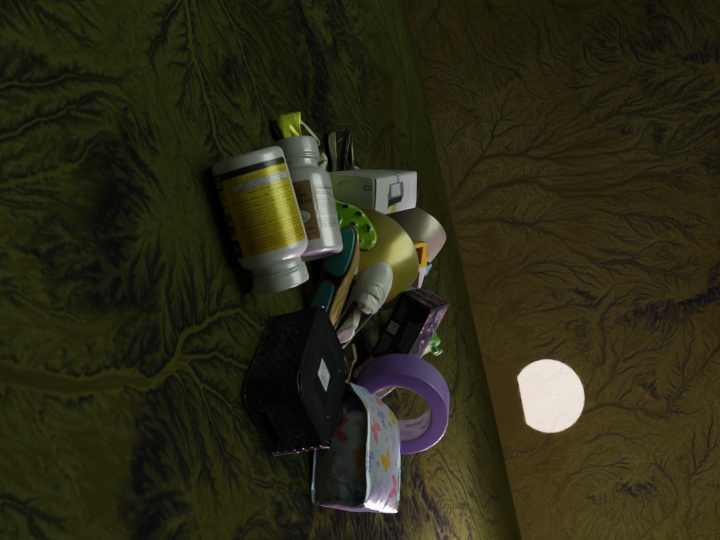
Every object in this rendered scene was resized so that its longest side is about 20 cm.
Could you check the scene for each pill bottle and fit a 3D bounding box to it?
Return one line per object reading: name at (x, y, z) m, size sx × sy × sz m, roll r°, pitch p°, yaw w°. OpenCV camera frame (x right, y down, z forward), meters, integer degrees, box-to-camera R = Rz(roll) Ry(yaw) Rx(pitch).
pill bottle at (-0.102, -0.124, 1.183) m, size 0.114 × 0.112 × 0.205 m, roll 7°, pitch 71°, yaw -72°
pill bottle at (-0.143, -0.073, 1.011) m, size 0.112 × 0.110 × 0.204 m, roll -42°, pitch 118°, yaw -71°

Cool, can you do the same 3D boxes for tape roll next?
tape roll at (0.079, 0.268, 1.353) m, size 0.066 × 0.196 × 0.203 m, roll -71°, pitch 144°, yaw -61°

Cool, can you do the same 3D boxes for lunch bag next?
lunch bag at (-0.006, 0.311, 1.179) m, size 0.170 × 0.125 × 0.204 m, roll 43°, pitch 47°, yaw -59°

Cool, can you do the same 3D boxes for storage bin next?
storage bin at (-0.093, 0.166, 1.040) m, size 0.201 × 0.092 × 0.137 m, roll -77°, pitch 150°, yaw -57°

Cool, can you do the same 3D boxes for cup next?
cup at (0.108, -0.060, 1.762) m, size 0.145 × 0.197 × 0.201 m, roll -64°, pitch 146°, yaw -23°

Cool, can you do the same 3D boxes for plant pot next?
plant pot at (0.000, 0.000, 1.355) m, size 0.142 × 0.197 × 0.203 m, roll -47°, pitch 126°, yaw -42°

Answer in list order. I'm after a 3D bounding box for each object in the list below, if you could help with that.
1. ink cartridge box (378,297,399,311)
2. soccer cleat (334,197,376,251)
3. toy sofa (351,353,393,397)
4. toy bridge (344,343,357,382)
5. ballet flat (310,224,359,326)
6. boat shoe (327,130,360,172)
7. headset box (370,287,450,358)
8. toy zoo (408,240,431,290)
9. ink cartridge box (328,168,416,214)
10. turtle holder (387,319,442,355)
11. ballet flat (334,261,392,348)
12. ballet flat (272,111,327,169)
ink cartridge box at (0.020, -0.010, 1.507) m, size 0.068 × 0.114 × 0.203 m, roll -74°, pitch 147°, yaw -61°
soccer cleat at (-0.040, -0.098, 1.298) m, size 0.199 × 0.068 × 0.081 m, roll 38°, pitch -9°, yaw 24°
toy sofa at (0.040, 0.223, 1.497) m, size 0.083 × 0.097 × 0.200 m, roll 52°, pitch 17°, yaw 3°
toy bridge at (-0.046, 0.189, 1.296) m, size 0.200 × 0.027 × 0.069 m, roll -10°, pitch 89°, yaw -73°
ballet flat at (-0.041, 0.014, 1.243) m, size 0.062 × 0.068 × 0.203 m, roll 13°, pitch 103°, yaw -51°
boat shoe at (-0.033, -0.230, 1.579) m, size 0.073 × 0.063 × 0.205 m, roll 3°, pitch 76°, yaw -75°
headset box at (0.113, 0.122, 1.451) m, size 0.151 × 0.076 × 0.199 m, roll -63°, pitch 162°, yaw 10°
toy zoo at (0.100, 0.001, 1.657) m, size 0.197 × 0.020 × 0.134 m, roll -14°, pitch 119°, yaw -38°
ink cartridge box at (0.018, -0.173, 1.470) m, size 0.199 × 0.145 × 0.088 m, roll -22°, pitch 116°, yaw -57°
turtle holder at (0.132, 0.171, 1.718) m, size 0.134 × 0.140 × 0.185 m, roll 63°, pitch 23°, yaw 12°
ballet flat at (-0.001, 0.076, 1.261) m, size 0.069 × 0.201 × 0.070 m, roll 32°, pitch 21°, yaw -14°
ballet flat at (-0.103, -0.224, 1.322) m, size 0.067 × 0.066 × 0.202 m, roll -113°, pitch 177°, yaw -50°
